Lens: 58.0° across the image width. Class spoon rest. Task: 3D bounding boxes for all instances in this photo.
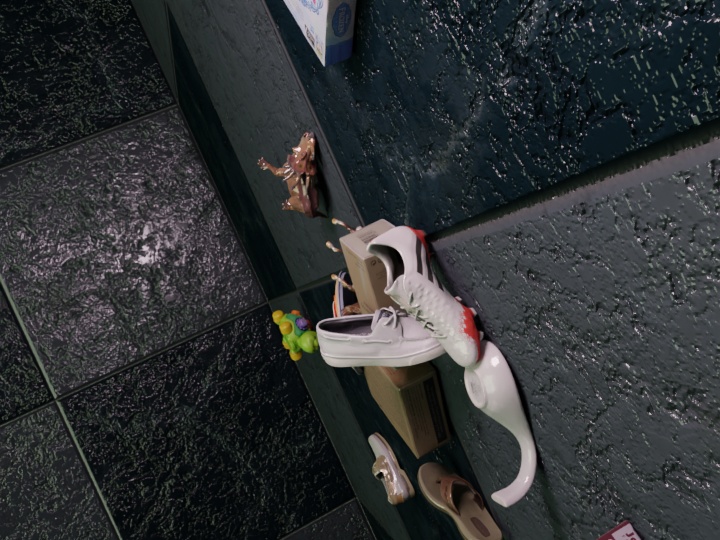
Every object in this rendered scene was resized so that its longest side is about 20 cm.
[{"bbox_3d":[0.176,0.183,0.806,0.099,0.060,0.201,171,88,-74],"label":"spoon rest"}]

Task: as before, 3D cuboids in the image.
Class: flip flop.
[{"bbox_3d":[0.172,0.393,1.114,0.200,0.081,0.058,43,137,53],"label":"flip flop"}]

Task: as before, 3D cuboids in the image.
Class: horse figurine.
[{"bbox_3d":[0.000,0.000,1.093,0.132,0.050,0.201,23,130,40],"label":"horse figurine"}]

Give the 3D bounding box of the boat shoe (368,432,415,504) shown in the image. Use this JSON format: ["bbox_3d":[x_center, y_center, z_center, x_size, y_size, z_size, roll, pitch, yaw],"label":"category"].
[{"bbox_3d":[0.065,0.516,1.703,0.200,0.068,0.075,53,161,40],"label":"boat shoe"}]

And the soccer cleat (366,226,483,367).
[{"bbox_3d":[0.077,0.035,0.805,0.201,0.085,0.069,63,144,16],"label":"soccer cleat"}]

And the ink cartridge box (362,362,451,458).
[{"bbox_3d":[0.070,0.200,1.146,0.200,0.075,0.165,45,156,55],"label":"ink cartridge box"}]

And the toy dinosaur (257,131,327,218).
[{"bbox_3d":[-0.106,-0.154,1.198,0.135,0.086,0.201,34,152,52],"label":"toy dinosaur"}]

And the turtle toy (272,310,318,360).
[{"bbox_3d":[-0.197,0.204,2.068,0.200,0.101,0.146,43,154,55],"label":"turtle toy"}]

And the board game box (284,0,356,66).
[{"bbox_3d":[-0.065,-0.379,0.745,0.201,0.043,0.199,61,166,19],"label":"board game box"}]

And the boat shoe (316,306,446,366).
[{"bbox_3d":[0.033,0.084,0.896,0.072,0.199,0.069,-61,-41,-50],"label":"boat shoe"}]

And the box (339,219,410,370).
[{"bbox_3d":[0.043,0.037,0.967,0.095,0.077,0.201,40,151,58],"label":"box"}]

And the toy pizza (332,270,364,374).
[{"bbox_3d":[-0.024,0.101,1.247,0.200,0.032,0.201,-11,-90,-81],"label":"toy pizza"}]

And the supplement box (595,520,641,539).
[{"bbox_3d":[0.276,0.361,0.696,0.109,0.061,0.200,55,162,36],"label":"supplement box"}]
